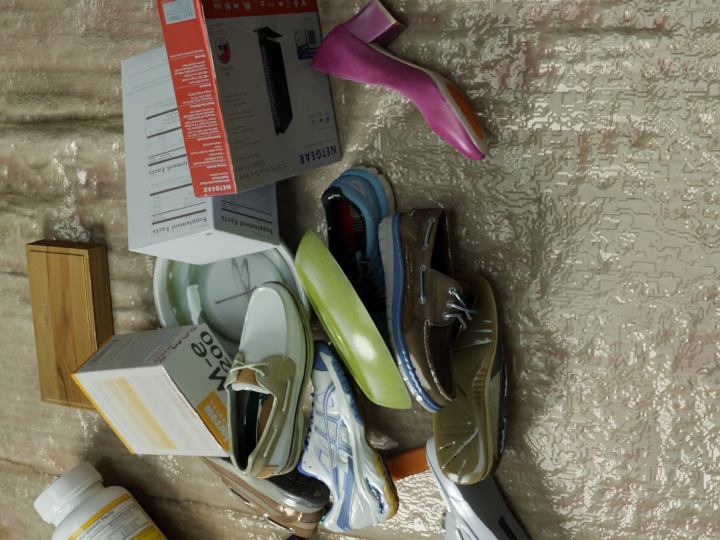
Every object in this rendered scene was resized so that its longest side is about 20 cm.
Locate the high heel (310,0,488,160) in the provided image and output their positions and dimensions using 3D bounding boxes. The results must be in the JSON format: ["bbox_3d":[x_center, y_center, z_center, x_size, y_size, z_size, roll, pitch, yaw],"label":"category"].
[{"bbox_3d":[0.035,-0.162,1.073,0.096,0.067,0.200,-41,77,18],"label":"high heel"}]

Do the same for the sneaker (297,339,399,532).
[{"bbox_3d":[-0.032,0.173,1.170,0.088,0.075,0.200,-22,77,4],"label":"sneaker"}]

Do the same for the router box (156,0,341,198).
[{"bbox_3d":[-0.098,-0.175,1.072,0.049,0.200,0.180,-4,102,29],"label":"router box"}]

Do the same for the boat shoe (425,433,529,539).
[{"bbox_3d":[0.113,0.257,1.138,0.065,0.074,0.200,-31,89,31],"label":"boat shoe"}]

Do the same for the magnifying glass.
[{"bbox_3d":[0.014,0.222,1.217,0.200,0.022,0.080,-25,89,33],"label":"magnifying glass"}]

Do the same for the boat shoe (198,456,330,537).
[{"bbox_3d":[-0.120,0.231,1.252,0.200,0.076,0.072,28,122,35],"label":"boat shoe"}]

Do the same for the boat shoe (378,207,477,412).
[{"bbox_3d":[0.066,0.030,1.050,0.072,0.072,0.200,-20,67,22],"label":"boat shoe"}]

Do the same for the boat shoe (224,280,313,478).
[{"bbox_3d":[-0.096,0.111,1.145,0.075,0.068,0.201,-2,88,31],"label":"boat shoe"}]

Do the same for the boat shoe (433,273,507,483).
[{"bbox_3d":[0.107,0.105,1.102,0.073,0.065,0.201,0,83,28],"label":"boat shoe"}]

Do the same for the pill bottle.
[{"bbox_3d":[-0.299,0.333,1.359,0.200,0.113,0.113,48,119,9],"label":"pill bottle"}]

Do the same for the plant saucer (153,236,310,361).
[{"bbox_3d":[-0.132,0.028,1.228,0.200,0.050,0.201,7,105,27],"label":"plant saucer"}]

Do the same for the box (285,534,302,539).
[{"bbox_3d":[-0.056,0.418,1.291,0.200,0.039,0.137,48,119,10],"label":"box"}]

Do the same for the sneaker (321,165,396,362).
[{"bbox_3d":[0.000,0.000,1.126,0.078,0.090,0.200,-14,96,30],"label":"sneaker"}]

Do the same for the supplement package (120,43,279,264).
[{"bbox_3d":[-0.162,-0.118,1.136,0.109,0.114,0.201,-11,76,30],"label":"supplement package"}]

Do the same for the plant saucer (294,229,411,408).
[{"bbox_3d":[-0.014,0.054,1.097,0.031,0.200,0.200,-30,87,-6],"label":"plant saucer"}]

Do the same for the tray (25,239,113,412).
[{"bbox_3d":[-0.348,0.066,1.363,0.098,0.037,0.201,5,106,28],"label":"tray"}]

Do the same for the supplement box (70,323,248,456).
[{"bbox_3d":[-0.211,0.133,1.232,0.200,0.074,0.126,-8,121,48],"label":"supplement box"}]
